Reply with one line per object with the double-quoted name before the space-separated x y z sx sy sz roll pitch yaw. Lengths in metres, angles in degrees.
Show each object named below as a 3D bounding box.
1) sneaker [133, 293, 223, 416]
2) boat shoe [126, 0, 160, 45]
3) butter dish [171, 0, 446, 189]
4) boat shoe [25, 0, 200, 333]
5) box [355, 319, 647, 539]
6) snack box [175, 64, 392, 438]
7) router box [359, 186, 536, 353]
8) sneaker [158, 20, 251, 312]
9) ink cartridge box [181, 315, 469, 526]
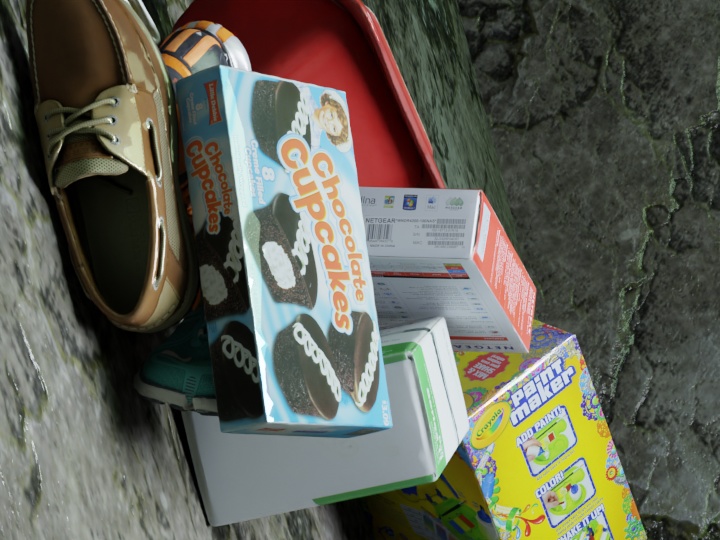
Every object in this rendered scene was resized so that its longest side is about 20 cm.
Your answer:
"sneaker" -0.075 0.025 1.498 0.200 0.077 0.080 -54 154 -63
"boat shoe" -0.160 -0.210 1.486 0.075 0.086 0.202 -85 157 -68
"butter dish" -0.059 -0.105 1.740 0.200 0.148 0.200 38 -22 49
"boat shoe" -0.136 -0.063 1.413 0.074 0.075 0.200 -18 90 -78
"box" 0.081 0.131 1.936 0.200 0.122 0.193 22 -39 51
"snack box" -0.042 -0.008 1.456 0.116 0.037 0.201 7 72 -53
"router box" 0.000 0.000 1.718 0.180 0.199 0.049 56 39 -64
"sneaker" -0.114 -0.040 1.544 0.112 0.077 0.200 -45 137 -54
"ink cartridge box" -0.017 0.090 1.624 0.200 0.146 0.083 -33 110 -80
